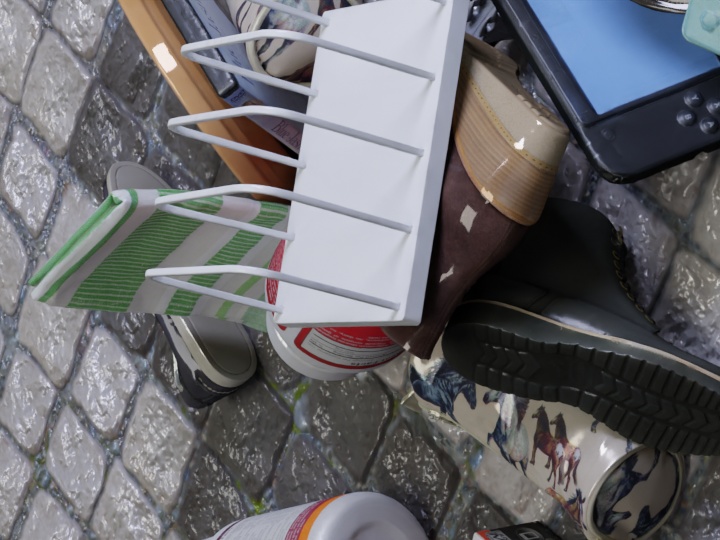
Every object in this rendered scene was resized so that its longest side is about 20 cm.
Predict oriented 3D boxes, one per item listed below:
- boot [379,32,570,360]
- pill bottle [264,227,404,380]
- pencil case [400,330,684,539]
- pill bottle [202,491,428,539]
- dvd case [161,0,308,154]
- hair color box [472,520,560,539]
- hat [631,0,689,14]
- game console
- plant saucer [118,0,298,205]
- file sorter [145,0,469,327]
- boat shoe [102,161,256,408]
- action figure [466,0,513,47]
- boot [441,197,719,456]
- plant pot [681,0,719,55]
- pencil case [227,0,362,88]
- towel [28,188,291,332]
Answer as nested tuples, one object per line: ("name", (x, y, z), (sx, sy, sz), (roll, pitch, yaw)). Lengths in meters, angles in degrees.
("boot", (0.038, -0.058, 1.642), (0.166, 0.072, 0.200), (-56, 34, 15))
("pill bottle", (0.000, 0.000, 1.782), (0.200, 0.112, 0.112), (124, 129, -63))
("pencil case", (0.116, 0.098, 1.711), (0.200, 0.078, 0.090), (38, 106, 40))
("pill bottle", (-0.048, 0.222, 1.898), (0.200, 0.109, 0.110), (-19, 80, 49))
("dvd case", (-0.078, -0.142, 1.833), (0.018, 0.200, 0.143), (-36, 63, 11))
("hair color box", (0.100, 0.276, 1.768), (0.101, 0.061, 0.200), (37, 121, 42))
("hat", (0.181, -0.249, 1.516), (0.200, 0.081, 0.201), (-1, 84, 11))
("game console", (0.180, -0.180, 1.577), (0.200, 0.176, 0.116), (61, 164, 25))
("plant saucer", (-0.101, -0.128, 1.884), (0.037, 0.200, 0.200), (-35, 62, 3))
("file sorter", (-0.038, -0.076, 1.600), (0.139, 0.124, 0.200), (-3, 76, 56))
("boat shoe", (-0.148, 0.012, 2.020), (0.063, 0.073, 0.200), (-45, 66, 40))
("action figure", (0.047, -0.126, 1.773), (0.130, 0.069, 0.200), (44, 131, 26))
("boot", (0.166, 0.024, 1.653), (0.200, 0.138, 0.078), (21, 139, 7))
("plant pot", (0.259, -0.159, 1.389), (0.141, 0.200, 0.142), (27, 115, 27))
("pencil case", (-0.046, -0.193, 1.799), (0.089, 0.078, 0.200), (-38, 28, 10))
("towel", (-0.110, -0.006, 1.873), (0.153, 0.200, 0.023), (-43, 48, 45))
